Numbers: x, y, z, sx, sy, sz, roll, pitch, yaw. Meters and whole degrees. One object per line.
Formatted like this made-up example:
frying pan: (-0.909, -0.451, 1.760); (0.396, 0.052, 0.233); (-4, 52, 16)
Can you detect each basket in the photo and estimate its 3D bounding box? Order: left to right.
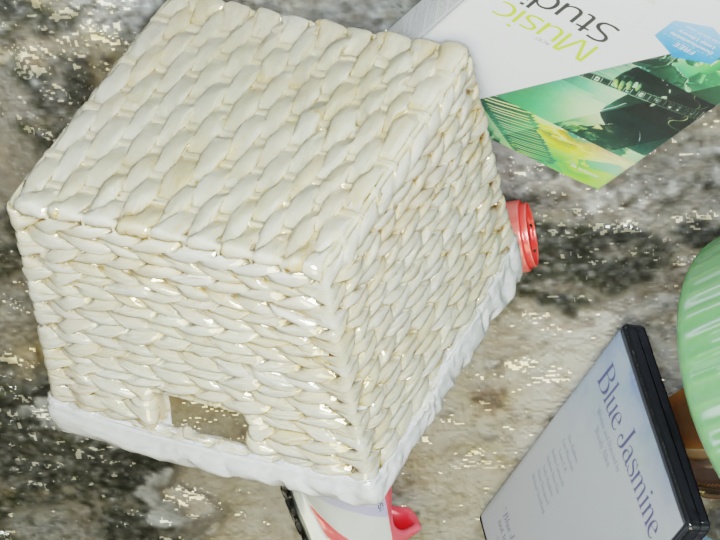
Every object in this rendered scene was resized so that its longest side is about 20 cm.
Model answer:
basket: (-0.045, -0.017, 1.406); (0.197, 0.200, 0.161); (12, 134, 24)

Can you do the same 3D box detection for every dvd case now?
dvd case: (0.134, 0.148, 1.617); (0.017, 0.143, 0.200); (7, 138, -26)

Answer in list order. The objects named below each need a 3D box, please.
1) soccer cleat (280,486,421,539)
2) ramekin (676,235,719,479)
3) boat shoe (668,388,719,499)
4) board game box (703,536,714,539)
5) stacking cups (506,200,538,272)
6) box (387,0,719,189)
soccer cleat: (-0.020, 0.103, 1.654); (0.073, 0.068, 0.201); (-23, 129, -4)
ramekin: (0.256, 0.054, 1.474); (0.097, 0.201, 0.200); (-22, 129, 36)
boat shoe: (0.275, 0.097, 1.603); (0.199, 0.071, 0.070); (-2, 140, 19)
board game box: (0.173, 0.251, 1.647); (0.134, 0.200, 0.034); (24, 154, 46)
stacking cups: (0.000, 0.000, 1.540); (0.199, 0.061, 0.061); (-6, 134, 12)
box: (0.113, -0.117, 1.387); (0.144, 0.037, 0.200); (24, 152, -17)
